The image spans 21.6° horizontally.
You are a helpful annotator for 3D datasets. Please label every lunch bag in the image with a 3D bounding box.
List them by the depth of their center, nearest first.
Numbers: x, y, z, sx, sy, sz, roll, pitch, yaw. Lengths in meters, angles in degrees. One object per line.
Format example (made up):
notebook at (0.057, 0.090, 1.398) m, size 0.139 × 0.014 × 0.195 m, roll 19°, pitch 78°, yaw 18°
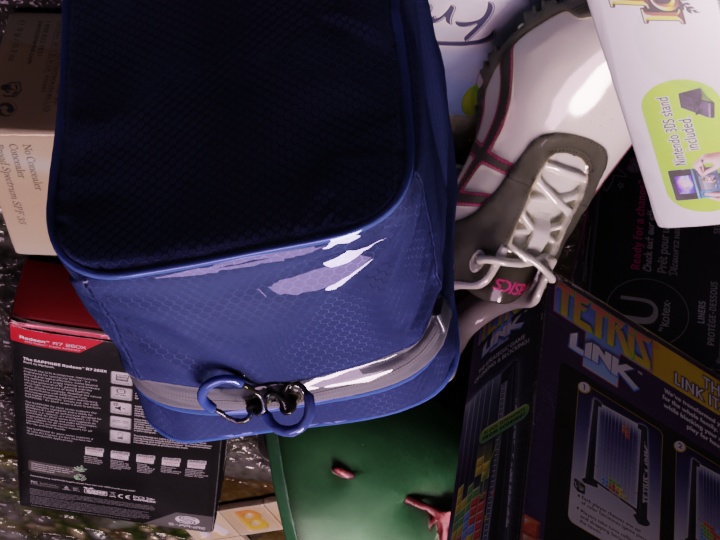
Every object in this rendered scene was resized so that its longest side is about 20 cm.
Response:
lunch bag at (-0.032, -0.031, 0.708) m, size 0.135 × 0.201 × 0.133 m, roll -7°, pitch 145°, yaw 10°

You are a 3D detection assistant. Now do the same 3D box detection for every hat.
hat at (0.061, 0.099, 0.942) m, size 0.175 × 0.166 × 0.201 m, roll -10°, pitch 125°, yaw 11°

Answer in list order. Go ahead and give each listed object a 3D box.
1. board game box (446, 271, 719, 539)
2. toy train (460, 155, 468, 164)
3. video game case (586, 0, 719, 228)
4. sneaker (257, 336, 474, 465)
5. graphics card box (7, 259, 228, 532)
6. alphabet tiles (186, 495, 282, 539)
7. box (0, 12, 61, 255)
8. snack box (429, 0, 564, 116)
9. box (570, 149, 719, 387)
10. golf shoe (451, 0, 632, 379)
board game box at (0.131, 0.117, 0.800) m, size 0.199 × 0.166 × 0.057 m, roll 32°, pitch 132°, yaw -19°
toy train at (0.036, -0.012, 0.969) m, size 0.046 × 0.034 × 0.200 m, roll 25°, pitch 139°, yaw -17°
video game case at (0.106, -0.149, 0.642) m, size 0.045 × 0.201 × 0.182 m, roll -5°, pitch 141°, yaw 18°
sneaker at (0.032, 0.074, 1.064) m, size 0.199 × 0.076 × 0.079 m, roll -19°, pitch 147°, yaw 42°
graphics card box at (-0.136, 0.077, 1.098) m, size 0.124 × 0.051 × 0.201 m, roll 7°, pitch 142°, yaw -2°
alphabet tiles at (0.001, 0.190, 1.260) m, size 0.199 × 0.008 × 0.167 m, roll -12°, pitch 139°, yaw 23°
box at (-0.067, -0.061, 0.884) m, size 0.198 × 0.078 × 0.095 m, roll 1°, pitch 142°, yaw 7°
snack box at (-0.007, -0.143, 0.777) m, size 0.198 × 0.068 × 0.169 m, roll 5°, pitch 144°, yaw 4°
box at (0.154, 0.055, 0.958) m, size 0.114 × 0.133 × 0.201 m, roll 9°, pitch 142°, yaw 2°
golf shoe at (0.073, -0.033, 0.783) m, size 0.077 × 0.089 × 0.200 m, roll 16°, pitch 134°, yaw -27°
